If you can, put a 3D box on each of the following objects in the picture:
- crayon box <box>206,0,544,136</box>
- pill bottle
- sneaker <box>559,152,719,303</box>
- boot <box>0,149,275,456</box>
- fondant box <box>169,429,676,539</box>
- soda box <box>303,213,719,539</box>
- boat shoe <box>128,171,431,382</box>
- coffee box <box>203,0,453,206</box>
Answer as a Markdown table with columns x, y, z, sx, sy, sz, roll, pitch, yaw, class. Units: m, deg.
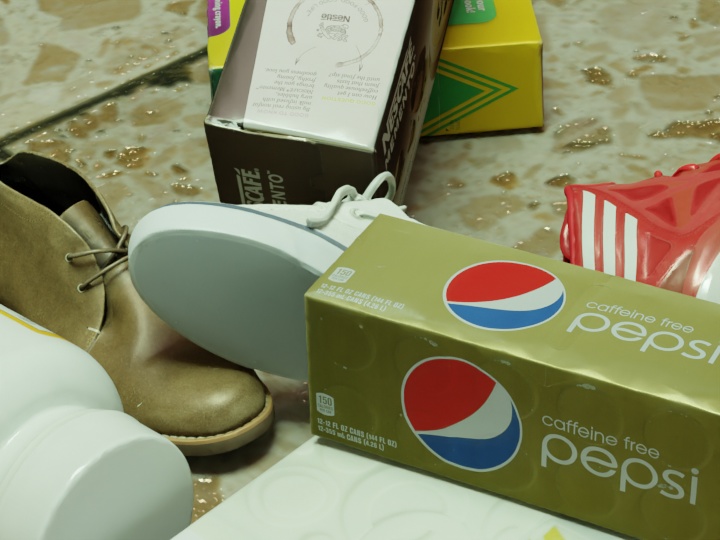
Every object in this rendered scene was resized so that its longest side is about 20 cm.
| x | y | z | sx | sy | sz | roll | pitch | yaw | class |
| --- | --- | --- | --- | --- | --- | --- | --- | --- | --- |
| 0.003 | -0.144 | 1.170 | 0.171 | 0.059 | 0.201 | -4 | 36 | -2 | crayon box |
| -0.163 | 0.065 | 0.840 | 0.199 | 0.113 | 0.113 | 24 | 43 | 34 | pill bottle |
| 0.160 | -0.041 | 0.991 | 0.115 | 0.079 | 0.200 | 17 | 39 | 26 | sneaker |
| -0.113 | 0.013 | 0.943 | 0.073 | 0.076 | 0.200 | -25 | 42 | -35 | boot |
| 0.014 | 0.126 | 0.784 | 0.144 | 0.059 | 0.200 | 26 | 46 | 35 | fondant box |
| 0.080 | 0.044 | 0.785 | 0.199 | 0.068 | 0.064 | 15 | 37 | 24 | soda box |
| 0.002 | -0.003 | 0.914 | 0.200 | 0.075 | 0.086 | 13 | 42 | -8 | boat shoe |
| -0.006 | -0.114 | 1.013 | 0.079 | 0.113 | 0.201 | 11 | 61 | 8 | coffee box |
